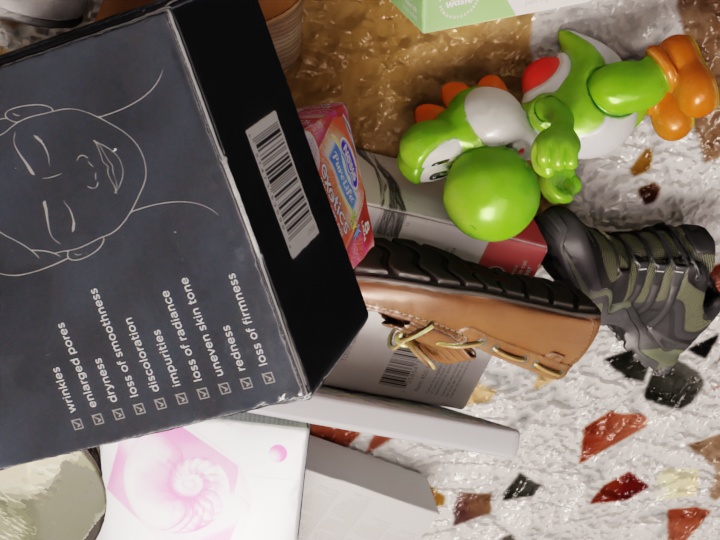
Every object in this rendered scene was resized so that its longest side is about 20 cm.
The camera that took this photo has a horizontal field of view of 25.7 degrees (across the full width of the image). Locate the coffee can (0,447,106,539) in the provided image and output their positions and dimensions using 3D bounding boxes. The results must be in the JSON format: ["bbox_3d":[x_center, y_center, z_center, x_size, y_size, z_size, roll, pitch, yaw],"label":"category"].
[{"bbox_3d":[-0.238,0.081,0.984,0.146,0.200,0.147,-7,128,-9],"label":"coffee can"}]

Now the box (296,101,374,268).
[{"bbox_3d":[-0.103,-0.030,0.922,0.199,0.100,0.096,-8,106,19],"label":"box"}]

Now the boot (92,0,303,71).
[{"bbox_3d":[-0.125,-0.157,0.895,0.200,0.077,0.155,-16,142,-9],"label":"boot"}]

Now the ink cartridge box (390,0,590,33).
[{"bbox_3d":[0.074,-0.244,0.884,0.117,0.067,0.200,-14,128,-18],"label":"ink cartridge box"}]

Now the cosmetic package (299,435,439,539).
[{"bbox_3d":[-0.046,0.169,1.194,0.200,0.051,0.083,23,114,-28],"label":"cosmetic package"}]

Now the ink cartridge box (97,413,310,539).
[{"bbox_3d":[-0.143,0.188,1.107,0.199,0.043,0.197,5,102,-3],"label":"ink cartridge box"}]

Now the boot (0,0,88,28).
[{"bbox_3d":[-0.112,-0.168,0.735,0.200,0.070,0.132,21,122,-14],"label":"boot"}]

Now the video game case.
[{"bbox_3d":[-0.019,0.090,1.073,0.200,0.182,0.022,13,88,-22],"label":"video game case"}]

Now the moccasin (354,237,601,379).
[{"bbox_3d":[0.056,0.030,1.002,0.201,0.074,0.078,12,111,-33],"label":"moccasin"}]

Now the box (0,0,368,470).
[{"bbox_3d":[-0.128,-0.023,0.810,0.196,0.124,0.200,-15,103,19],"label":"box"}]

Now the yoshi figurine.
[{"bbox_3d":[0.126,-0.076,1.004,0.200,0.112,0.113,-17,122,-8],"label":"yoshi figurine"}]

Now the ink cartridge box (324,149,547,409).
[{"bbox_3d":[0.000,0.000,1.058,0.200,0.083,0.147,13,121,-22],"label":"ink cartridge box"}]

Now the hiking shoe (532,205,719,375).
[{"bbox_3d":[0.194,-0.008,1.114,0.101,0.076,0.200,-44,137,9],"label":"hiking shoe"}]
